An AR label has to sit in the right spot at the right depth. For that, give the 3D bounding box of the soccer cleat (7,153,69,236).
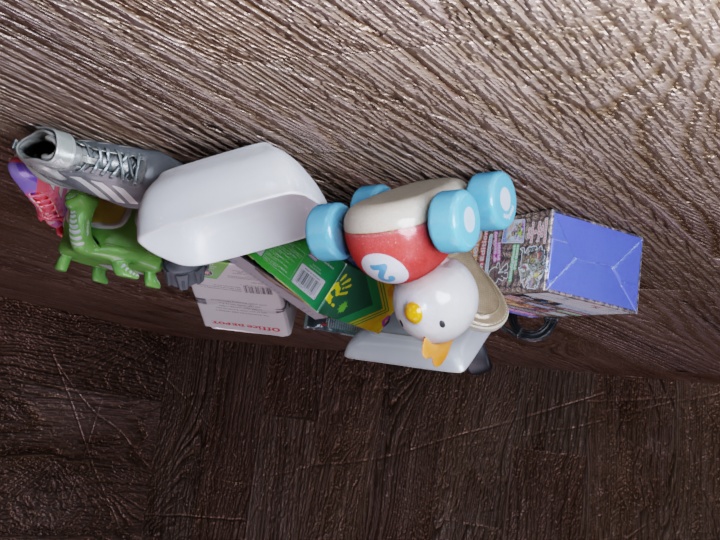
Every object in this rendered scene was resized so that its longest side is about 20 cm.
[{"bbox_3d":[-0.405,-0.097,1.398,0.065,0.078,0.200,7,171,4],"label":"soccer cleat"}]

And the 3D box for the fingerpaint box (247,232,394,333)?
[{"bbox_3d":[-0.061,-0.016,1.357,0.199,0.074,0.166,38,-173,30],"label":"fingerpaint box"}]

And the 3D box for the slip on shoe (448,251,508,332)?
[{"bbox_3d":[0.104,-0.012,1.278,0.076,0.201,0.061,-35,171,-29],"label":"slip on shoe"}]

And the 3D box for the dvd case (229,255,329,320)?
[{"bbox_3d":[-0.127,0.005,1.451,0.199,0.018,0.143,35,172,-6],"label":"dvd case"}]

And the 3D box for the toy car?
[{"bbox_3d":[0.067,0.011,1.138,0.182,0.204,0.176,-4,-167,33],"label":"toy car"}]

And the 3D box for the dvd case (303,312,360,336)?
[{"bbox_3d":[0.021,0.031,1.602,0.196,0.149,0.022,10,174,-17],"label":"dvd case"}]

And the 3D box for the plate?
[{"bbox_3d":[0.098,0.058,1.484,0.197,0.200,0.033,4,128,36],"label":"plate"}]

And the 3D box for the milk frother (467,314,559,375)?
[{"bbox_3d":[0.209,0.053,1.714,0.199,0.182,0.188,-37,166,3],"label":"milk frother"}]

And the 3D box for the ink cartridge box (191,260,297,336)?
[{"bbox_3d":[-0.178,0.009,1.629,0.143,0.085,0.201,6,148,8],"label":"ink cartridge box"}]

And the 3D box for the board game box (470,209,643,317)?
[{"bbox_3d":[0.230,-0.003,1.361,0.157,0.099,0.199,13,170,-31],"label":"board game box"}]

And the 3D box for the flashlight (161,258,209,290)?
[{"bbox_3d":[-0.234,-0.047,1.353,0.067,0.069,0.201,16,146,5],"label":"flashlight"}]

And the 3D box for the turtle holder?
[{"bbox_3d":[-0.335,-0.058,1.406,0.139,0.134,0.184,1,168,43],"label":"turtle holder"}]

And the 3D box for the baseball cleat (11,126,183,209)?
[{"bbox_3d":[-0.296,-0.115,1.209,0.196,0.071,0.106,6,171,8],"label":"baseball cleat"}]

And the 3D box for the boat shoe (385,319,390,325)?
[{"bbox_3d":[0.000,0.000,1.499,0.068,0.201,0.085,-5,135,-30],"label":"boat shoe"}]

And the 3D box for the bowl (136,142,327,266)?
[{"bbox_3d":[-0.140,-0.074,1.182,0.197,0.076,0.200,-16,167,7],"label":"bowl"}]
